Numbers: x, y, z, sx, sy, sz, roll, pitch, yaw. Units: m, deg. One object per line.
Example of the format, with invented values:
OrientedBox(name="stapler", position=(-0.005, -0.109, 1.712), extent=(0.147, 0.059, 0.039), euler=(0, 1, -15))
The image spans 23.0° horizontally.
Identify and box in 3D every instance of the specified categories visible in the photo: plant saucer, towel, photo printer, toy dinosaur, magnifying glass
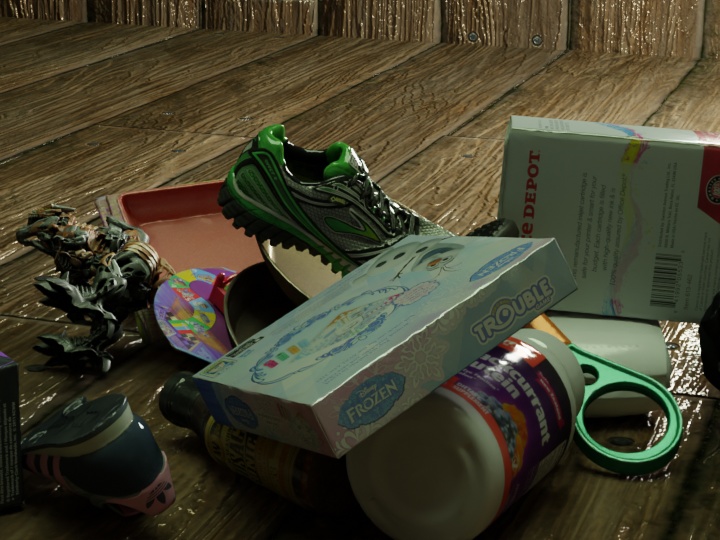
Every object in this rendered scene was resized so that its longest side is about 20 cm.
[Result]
OrientedBox(name="plant saucer", position=(-0.018, 0.067, 1.363), extent=(0.199, 0.035, 0.201), euler=(20, 33, -13))
OrientedBox(name="towel", position=(-0.156, -0.011, 1.631), extent=(0.143, 0.023, 0.201), euler=(-8, 47, -20))
OrientedBox(name="photo printer", position=(0.167, 0.063, 1.449), extent=(0.165, 0.070, 0.200), euler=(2, 15, 3))
OrientedBox(name="toy dinosaur", position=(-0.208, 0.009, 1.489), extent=(0.199, 0.103, 0.136), euler=(11, 42, 30))
OrientedBox(name="plant saucer", position=(-0.102, -0.003, 1.593), extent=(0.198, 0.037, 0.201), euler=(-9, 47, -20))
OrientedBox(name="magnifying glass", position=(0.164, 0.076, 1.330), extent=(0.079, 0.022, 0.200), euler=(-29, 51, -18))
OrientedBox(name="plant saucer", position=(0.000, 0.000, 1.410), extent=(0.199, 0.036, 0.201), euler=(20, 33, -13))

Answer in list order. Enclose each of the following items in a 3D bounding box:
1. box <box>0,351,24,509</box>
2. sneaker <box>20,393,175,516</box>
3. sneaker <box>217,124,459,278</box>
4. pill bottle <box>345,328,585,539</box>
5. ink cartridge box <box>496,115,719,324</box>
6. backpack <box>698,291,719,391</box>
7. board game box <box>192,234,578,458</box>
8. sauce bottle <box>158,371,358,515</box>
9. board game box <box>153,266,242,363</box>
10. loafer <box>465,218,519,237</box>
OrientedBox(name="box", position=(-0.339, 0.112, 1.181), extent=(0.199, 0.107, 0.122), euler=(-9, 19, -34))
OrientedBox(name="sneaker", position=(-0.184, 0.134, 1.213), extent=(0.070, 0.082, 0.200), euler=(-39, 11, -19))
OrientedBox(name="sneaker", position=(-0.005, -0.044, 1.353), extent=(0.199, 0.085, 0.078), euler=(22, 32, -11))
OrientedBox(name="pill bottle", position=(0.082, 0.106, 1.213), extent=(0.111, 0.112, 0.200), euler=(8, 18, 26))
OrientedBox(name="ink cartridge box", position=(0.209, -0.043, 1.428), extent=(0.198, 0.147, 0.083), euler=(6, 14, 4))
OrientedBox(name="backpack", position=(0.367, 0.074, 1.313), extent=(0.166, 0.127, 0.200), euler=(-22, 26, -19))
OrientedBox(name="board game box", position=(0.012, 0.043, 1.172), extent=(0.199, 0.044, 0.199), euler=(-33, 15, -21))
OrientedBox(name="sauce bottle", position=(-0.074, 0.117, 1.261), extent=(0.066, 0.067, 0.199), euler=(-11, 17, -37))
OrientedBox(name="board game box", position=(-0.067, 0.037, 1.447), extent=(0.199, 0.039, 0.158), euler=(22, 26, -2))
OrientedBox(name="loafer", position=(0.066, 0.045, 1.304), extent=(0.200, 0.071, 0.073), euler=(-44, 14, -24))
